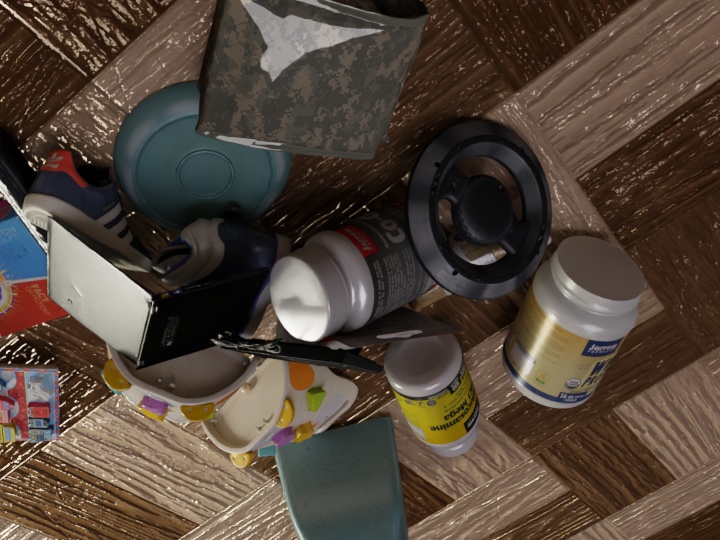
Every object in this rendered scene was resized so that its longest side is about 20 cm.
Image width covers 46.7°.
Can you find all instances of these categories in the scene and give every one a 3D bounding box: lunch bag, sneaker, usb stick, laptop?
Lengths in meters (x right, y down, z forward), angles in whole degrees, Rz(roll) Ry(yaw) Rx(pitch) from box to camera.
[{"bbox_3d":[-0.046,-0.204,0.801,0.195,0.119,0.166,11,128,-17],"label":"lunch bag"},{"bbox_3d":[-0.280,-0.062,0.908,0.073,0.087,0.200,6,161,16],"label":"sneaker"},{"bbox_3d":[-0.343,-0.061,0.897,0.032,0.056,0.202,-18,134,3],"label":"usb stick"},{"bbox_3d":[-0.177,0.008,0.976,0.143,0.082,0.201,11,145,-22],"label":"sneaker"},{"bbox_3d":[-0.226,0.016,0.907,0.196,0.118,0.188,-15,160,-27],"label":"laptop"}]

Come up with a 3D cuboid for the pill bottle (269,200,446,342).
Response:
[{"bbox_3d":[0.000,0.000,0.945,0.198,0.114,0.115,-24,147,-43],"label":"pill bottle"}]

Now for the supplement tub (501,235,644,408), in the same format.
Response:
[{"bbox_3d":[0.285,0.070,1.124,0.141,0.146,0.203,2,132,-16],"label":"supplement tub"}]

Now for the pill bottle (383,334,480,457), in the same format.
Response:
[{"bbox_3d":[0.111,0.180,1.201,0.110,0.114,0.202,-20,134,5],"label":"pill bottle"}]

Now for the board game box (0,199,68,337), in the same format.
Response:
[{"bbox_3d":[-0.437,0.011,0.949,0.196,0.041,0.155,-19,134,3],"label":"board game box"}]

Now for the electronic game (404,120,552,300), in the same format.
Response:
[{"bbox_3d":[0.138,-0.069,0.956,0.195,0.041,0.206,0,89,-25],"label":"electronic game"}]

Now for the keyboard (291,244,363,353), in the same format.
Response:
[{"bbox_3d":[-0.060,0.050,1.101,0.104,0.040,0.200,-47,129,-3],"label":"keyboard"}]

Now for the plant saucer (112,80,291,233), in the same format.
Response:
[{"bbox_3d":[-0.171,-0.111,0.917,0.195,0.028,0.203,-8,134,-8],"label":"plant saucer"}]

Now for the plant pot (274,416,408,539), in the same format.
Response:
[{"bbox_3d":[-0.016,0.384,1.292,0.191,0.203,0.198,-12,137,-3],"label":"plant pot"}]

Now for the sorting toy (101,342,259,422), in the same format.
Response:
[{"bbox_3d":[-0.249,0.146,1.062,0.196,0.109,0.180,23,150,-8],"label":"sorting toy"}]

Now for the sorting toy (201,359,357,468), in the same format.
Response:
[{"bbox_3d":[-0.094,0.202,1.197,0.178,0.108,0.200,11,131,-48],"label":"sorting toy"}]

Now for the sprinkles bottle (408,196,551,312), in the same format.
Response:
[{"bbox_3d":[0.140,-0.020,1.054,0.197,0.069,0.068,-29,133,12],"label":"sprinkles bottle"}]

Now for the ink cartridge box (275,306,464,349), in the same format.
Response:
[{"bbox_3d":[0.007,0.080,1.006,0.158,0.199,0.051,-6,104,-30],"label":"ink cartridge box"}]

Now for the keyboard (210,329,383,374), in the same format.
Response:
[{"bbox_3d":[-0.082,0.087,0.914,0.197,0.021,0.126,1,167,41],"label":"keyboard"}]

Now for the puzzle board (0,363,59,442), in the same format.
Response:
[{"bbox_3d":[-0.469,0.177,1.083,0.147,0.018,0.202,3,142,-18],"label":"puzzle board"}]
